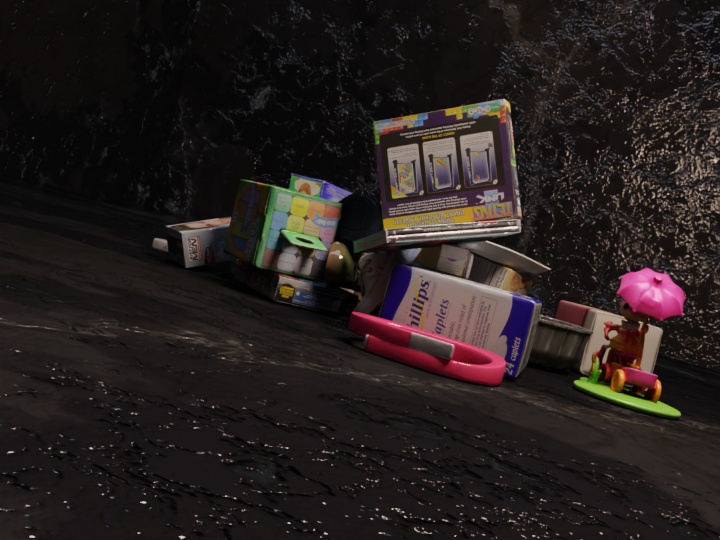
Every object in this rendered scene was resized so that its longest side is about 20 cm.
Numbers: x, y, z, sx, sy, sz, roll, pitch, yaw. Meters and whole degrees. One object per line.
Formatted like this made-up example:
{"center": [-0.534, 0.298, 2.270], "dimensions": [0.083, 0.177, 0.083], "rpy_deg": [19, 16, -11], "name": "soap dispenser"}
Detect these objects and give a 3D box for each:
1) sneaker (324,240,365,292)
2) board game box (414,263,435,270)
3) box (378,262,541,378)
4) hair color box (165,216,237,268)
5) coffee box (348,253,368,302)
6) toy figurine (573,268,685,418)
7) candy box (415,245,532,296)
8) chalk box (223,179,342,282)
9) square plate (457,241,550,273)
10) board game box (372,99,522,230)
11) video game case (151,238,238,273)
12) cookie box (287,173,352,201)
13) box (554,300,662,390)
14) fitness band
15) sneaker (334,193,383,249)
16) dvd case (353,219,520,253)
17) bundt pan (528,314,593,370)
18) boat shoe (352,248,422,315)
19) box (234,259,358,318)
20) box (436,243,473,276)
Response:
{"center": [0.000, 0.000, 1.322], "dimensions": [0.088, 0.069, 0.200], "rpy_deg": [12, -3, 6], "name": "sneaker"}
{"center": [0.138, 0.052, 1.532], "dimensions": [0.151, 0.037, 0.200], "rpy_deg": [47, -10, -19], "name": "board game box"}
{"center": [0.141, 0.066, 1.181], "dimensions": [0.196, 0.107, 0.184], "rpy_deg": [15, 2, 15], "name": "box"}
{"center": [-0.223, -0.056, 1.460], "dimensions": [0.197, 0.062, 0.099], "rpy_deg": [-11, 14, -28], "name": "hair color box"}
{"center": [-0.024, -0.003, 1.496], "dimensions": [0.198, 0.081, 0.113], "rpy_deg": [30, -3, -22], "name": "coffee box"}
{"center": [0.390, 0.091, 1.205], "dimensions": [0.147, 0.188, 0.200], "rpy_deg": [15, 2, -1], "name": "toy figurine"}
{"center": [0.188, -0.002, 1.484], "dimensions": [0.198, 0.056, 0.115], "rpy_deg": [24, 2, 32], "name": "candy box"}
{"center": [-0.113, -0.062, 1.305], "dimensions": [0.122, 0.126, 0.199], "rpy_deg": [13, 3, -29], "name": "chalk box"}
{"center": [0.195, -0.045, 1.452], "dimensions": [0.196, 0.029, 0.199], "rpy_deg": [20, 5, -41], "name": "square plate"}
{"center": [0.124, -0.143, 1.222], "dimensions": [0.196, 0.169, 0.057], "rpy_deg": [-6, 0, 19], "name": "board game box"}
{"center": [-0.270, -0.020, 1.629], "dimensions": [0.179, 0.023, 0.199], "rpy_deg": [16, 1, 23], "name": "video game case"}
{"center": [-0.094, -0.067, 1.633], "dimensions": [0.074, 0.204, 0.171], "rpy_deg": [14, 1, 19], "name": "cookie box"}
{"center": [0.427, 0.128, 1.512], "dimensions": [0.125, 0.111, 0.200], "rpy_deg": [15, 2, -6], "name": "box"}
{"center": [0.077, 0.093, 1.019], "dimensions": [0.197, 0.038, 0.143], "rpy_deg": [17, 0, 23], "name": "fitness band"}
{"center": [-0.004, -0.070, 1.335], "dimensions": [0.081, 0.075, 0.199], "rpy_deg": [20, -9, -26], "name": "sneaker"}
{"center": [0.103, -0.047, 1.183], "dimensions": [0.196, 0.023, 0.146], "rpy_deg": [-4, -3, -19], "name": "dvd case"}
{"center": [0.271, 0.107, 1.386], "dimensions": [0.198, 0.077, 0.202], "rpy_deg": [15, 3, -1], "name": "bundt pan"}
{"center": [0.024, 0.008, 1.245], "dimensions": [0.069, 0.071, 0.201], "rpy_deg": [38, 39, -1], "name": "boat shoe"}
{"center": [-0.105, 0.026, 1.342], "dimensions": [0.135, 0.041, 0.199], "rpy_deg": [16, 2, -26], "name": "box"}
{"center": [0.142, -0.012, 1.263], "dimensions": [0.041, 0.039, 0.200], "rpy_deg": [15, 1, 11], "name": "box"}
